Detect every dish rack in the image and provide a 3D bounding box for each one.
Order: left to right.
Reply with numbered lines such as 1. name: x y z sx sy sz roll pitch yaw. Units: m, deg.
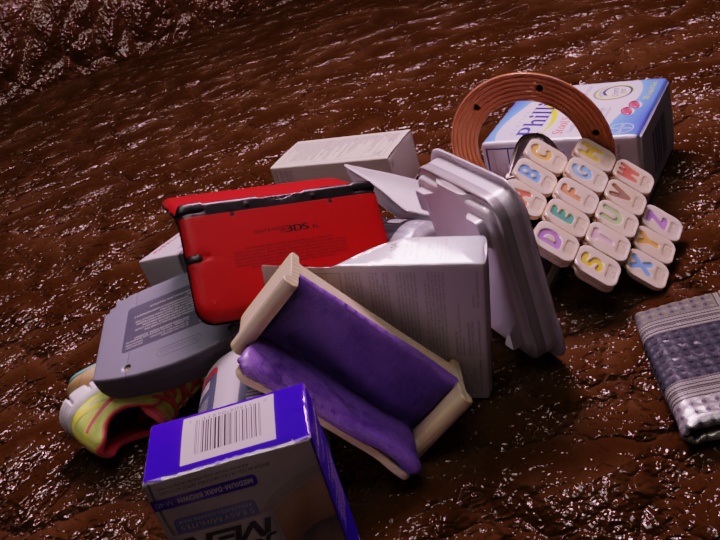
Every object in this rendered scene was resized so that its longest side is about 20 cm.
1. dish rack: 0.118 -0.011 0.850 0.043 0.200 0.172 -28 30 -13

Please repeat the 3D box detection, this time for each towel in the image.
1. towel: 0.357 0.072 0.757 0.199 0.035 0.193 -14 25 11

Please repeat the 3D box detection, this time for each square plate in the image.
1. square plate: 0.097 -0.075 1.072 0.199 0.029 0.198 11 16 -27

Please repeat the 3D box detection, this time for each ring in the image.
1. ring: 0.206 -0.148 1.046 0.200 0.201 0.019 0 37 29

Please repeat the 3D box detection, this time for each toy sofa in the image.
1. toy sofa: -0.006 0.082 0.740 0.083 0.200 0.098 -50 17 19

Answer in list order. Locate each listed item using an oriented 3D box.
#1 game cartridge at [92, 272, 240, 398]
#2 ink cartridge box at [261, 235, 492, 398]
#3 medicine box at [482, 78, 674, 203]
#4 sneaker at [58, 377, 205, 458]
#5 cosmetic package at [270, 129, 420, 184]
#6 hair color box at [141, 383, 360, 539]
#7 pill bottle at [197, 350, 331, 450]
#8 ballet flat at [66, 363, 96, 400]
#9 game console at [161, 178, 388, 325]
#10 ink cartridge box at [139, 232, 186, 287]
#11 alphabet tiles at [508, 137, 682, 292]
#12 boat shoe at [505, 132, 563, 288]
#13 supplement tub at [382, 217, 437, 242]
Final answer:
1. game cartridge: -0.174 0.055 0.883 0.199 0.042 0.133 -21 44 12
2. ink cartridge box: 0.021 0.046 0.810 0.199 0.160 0.047 0 37 11
3. medicine box: 0.287 -0.163 1.134 0.199 0.103 0.182 2 33 30
4. sneaker: -0.209 0.132 0.918 0.200 0.078 0.090 -34 40 -19
5. cosmetic package: -0.022 -0.153 1.317 0.199 0.073 0.104 0 32 28
6. hair color box: -0.060 0.185 0.591 0.109 0.200 0.065 -16 30 1
7. pill bottle: -0.083 0.161 0.733 0.119 0.120 0.200 -14 28 4
8. ballet flat: -0.235 0.106 0.997 0.200 0.069 0.063 -34 60 -25
9. game console: -0.086 -0.027 0.883 0.199 0.173 0.119 -10 -16 -18
10. ink cartridge box: -0.160 -0.024 1.102 0.200 0.086 0.146 -7 27 43
11. alphabet tiles: 0.252 -0.065 0.933 0.195 0.015 0.200 31 50 4
12. boat shoe: 0.189 -0.073 0.966 0.074 0.073 0.201 -10 61 30
13. supplement tub: 0.000 0.000 0.976 0.200 0.123 0.123 7 36 37
